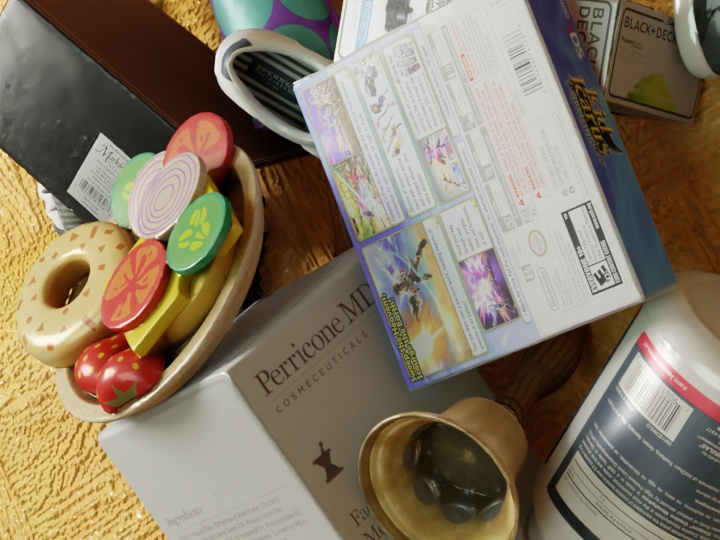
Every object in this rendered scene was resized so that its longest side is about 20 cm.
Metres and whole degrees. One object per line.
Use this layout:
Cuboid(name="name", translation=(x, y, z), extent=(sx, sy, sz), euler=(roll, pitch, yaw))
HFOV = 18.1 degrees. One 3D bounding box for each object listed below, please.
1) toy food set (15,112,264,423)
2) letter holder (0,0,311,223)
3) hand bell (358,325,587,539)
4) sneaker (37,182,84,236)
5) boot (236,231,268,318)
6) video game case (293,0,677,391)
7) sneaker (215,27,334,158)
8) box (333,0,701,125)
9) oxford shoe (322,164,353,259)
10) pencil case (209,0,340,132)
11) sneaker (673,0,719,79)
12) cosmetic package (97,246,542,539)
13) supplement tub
Cuboid(name="toy food set", translation=(-0.131, -0.001, 1.388), extent=(0.198, 0.049, 0.200), euler=(-51, 32, 9))
Cuboid(name="letter holder", translation=(-0.149, -0.100, 1.543), extent=(0.200, 0.142, 0.101), euler=(40, 116, 15))
Cuboid(name="hand bell", translation=(0.091, 0.084, 1.361), extent=(0.104, 0.200, 0.105), euler=(15, 123, 25))
Cuboid(name="sneaker", translation=(-0.190, -0.110, 1.632), extent=(0.090, 0.066, 0.202), euler=(-4, 91, 40))
Cuboid(name="boot", translation=(-0.078, 0.033, 1.562), extent=(0.200, 0.077, 0.139), euler=(34, 110, 28))
Cuboid(name="video game case", translation=(0.069, -0.052, 1.311), extent=(0.181, 0.045, 0.201), euler=(-23, 86, 39))
Cuboid(name="sneaker", translation=(-0.004, -0.088, 1.425), extent=(0.199, 0.071, 0.073), euler=(24, 102, -3))
Cuboid(name="box", translation=(0.097, -0.137, 1.375), extent=(0.199, 0.116, 0.061), euler=(11, 92, 35))
Cuboid(name="oxford shoe", translation=(0.000, 0.000, 1.500), extent=(0.071, 0.071, 0.202), euler=(-13, 88, 42))
Cuboid(name="pencil case", translation=(-0.056, -0.194, 1.509), extent=(0.092, 0.085, 0.201), euler=(-19, 84, 9))
Cuboid(name="sneaker", translation=(0.233, -0.215, 1.300), extent=(0.111, 0.073, 0.202), euler=(-4, 101, 34))
Cuboid(name="cosmetic package", translation=(-0.021, 0.120, 1.414), extent=(0.201, 0.165, 0.165), euler=(55, 141, -7))
Cuboid(name="supplement tub", translation=(0.188, 0.115, 1.322), extent=(0.140, 0.140, 0.201), euler=(42, 118, 26))
